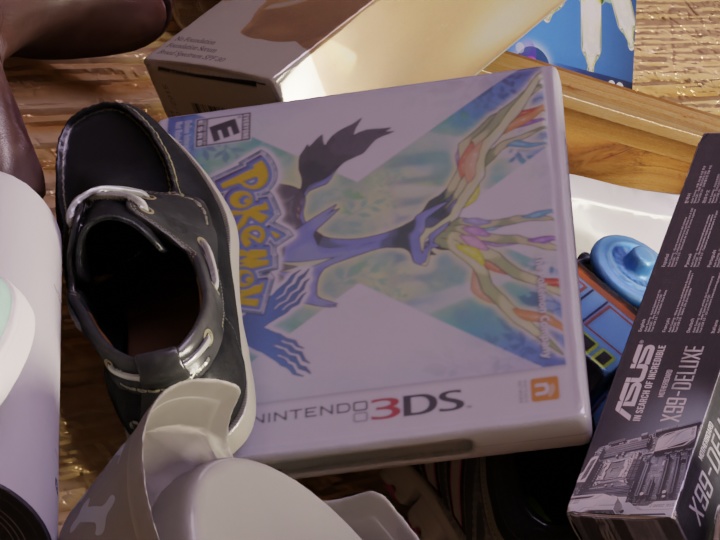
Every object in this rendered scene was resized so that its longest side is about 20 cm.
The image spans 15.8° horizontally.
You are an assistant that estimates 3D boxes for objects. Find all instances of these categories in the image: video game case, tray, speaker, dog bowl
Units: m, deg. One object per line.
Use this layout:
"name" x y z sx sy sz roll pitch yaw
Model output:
"video game case" 0.000 0.000 1.085 0.181 0.022 0.201 -7 47 7
"tray" 0.113 -0.051 1.362 0.199 0.099 0.037 13 31 -31
"speaker" -0.150 0.044 0.960 0.081 0.081 0.200 21 30 -18
"dog bowl" -0.025 0.135 0.897 0.200 0.059 0.200 44 21 -22

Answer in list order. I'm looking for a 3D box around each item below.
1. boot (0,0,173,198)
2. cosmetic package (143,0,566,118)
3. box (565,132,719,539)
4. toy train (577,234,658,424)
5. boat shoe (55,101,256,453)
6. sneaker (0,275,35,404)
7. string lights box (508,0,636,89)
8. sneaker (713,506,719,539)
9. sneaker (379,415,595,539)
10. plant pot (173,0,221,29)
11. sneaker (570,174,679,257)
"boot" -0.157 -0.082 1.178 0.185 0.065 0.200 3 33 -21
"cosmetic package" 0.004 -0.122 1.262 0.105 0.071 0.200 11 44 46
"box" 0.160 0.068 1.081 0.158 0.050 0.201 58 44 -41
"toy train" 0.138 0.067 1.217 0.200 0.087 0.114 41 38 13
"boat shoe" -0.089 -0.010 1.057 0.201 0.071 0.068 -110 174 -46
"sneaker" -0.196 0.023 0.828 0.200 0.119 0.074 -34 32 -31
"string lights box" 0.099 -0.161 1.445 0.102 0.059 0.201 10 79 -35
"sneaker" 0.170 0.160 0.939 0.082 0.074 0.201 59 24 -75
"sneaker" 0.051 0.065 1.090 0.074 0.087 0.200 4 49 -50
"plant pot" -0.047 -0.212 1.399 0.199 0.200 0.174 19 45 -22
"sneaker" 0.107 0.001 1.305 0.199 0.073 0.085 5 70 -16
